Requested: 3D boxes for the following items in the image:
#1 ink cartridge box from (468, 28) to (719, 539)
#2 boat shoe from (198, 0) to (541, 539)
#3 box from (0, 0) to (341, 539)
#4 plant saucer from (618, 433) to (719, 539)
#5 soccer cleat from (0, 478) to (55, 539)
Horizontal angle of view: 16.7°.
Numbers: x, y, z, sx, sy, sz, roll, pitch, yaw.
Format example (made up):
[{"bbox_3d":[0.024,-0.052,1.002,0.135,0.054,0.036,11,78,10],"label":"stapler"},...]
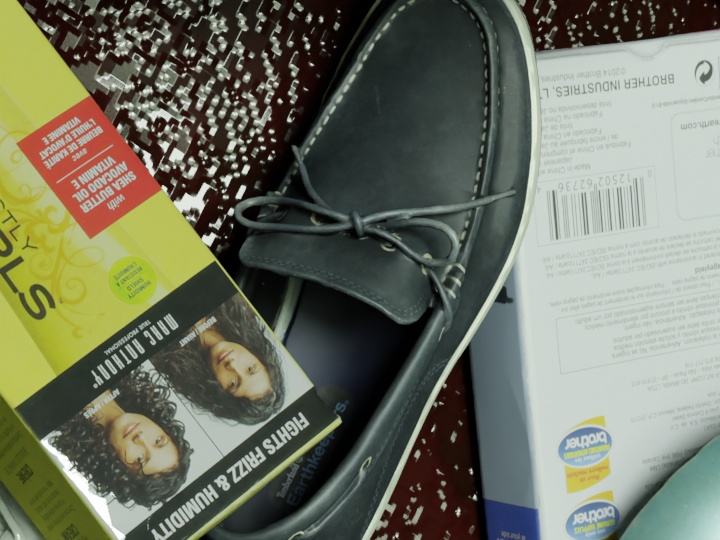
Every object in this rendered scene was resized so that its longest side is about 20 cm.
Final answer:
[{"bbox_3d":[0.092,0.025,0.802,0.119,0.042,0.201,-9,94,-32],"label":"ink cartridge box"},{"bbox_3d":[0.000,0.000,0.719,0.201,0.074,0.062,-68,162,-8],"label":"boat shoe"},{"bbox_3d":[-0.097,-0.015,0.637,0.075,0.050,0.200,-36,87,-27],"label":"box"},{"bbox_3d":[0.150,0.134,0.807,0.199,0.036,0.201,-16,120,-29],"label":"plant saucer"},{"bbox_3d":[-0.124,0.102,0.642,0.200,0.068,0.085,-61,151,-10],"label":"soccer cleat"}]
